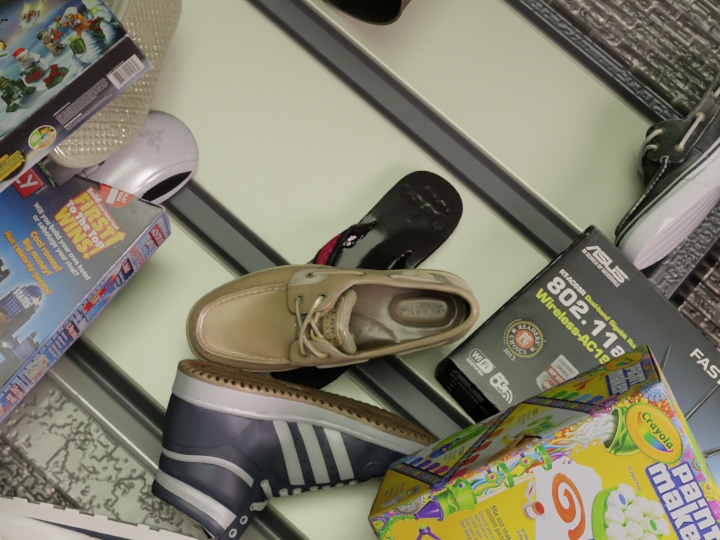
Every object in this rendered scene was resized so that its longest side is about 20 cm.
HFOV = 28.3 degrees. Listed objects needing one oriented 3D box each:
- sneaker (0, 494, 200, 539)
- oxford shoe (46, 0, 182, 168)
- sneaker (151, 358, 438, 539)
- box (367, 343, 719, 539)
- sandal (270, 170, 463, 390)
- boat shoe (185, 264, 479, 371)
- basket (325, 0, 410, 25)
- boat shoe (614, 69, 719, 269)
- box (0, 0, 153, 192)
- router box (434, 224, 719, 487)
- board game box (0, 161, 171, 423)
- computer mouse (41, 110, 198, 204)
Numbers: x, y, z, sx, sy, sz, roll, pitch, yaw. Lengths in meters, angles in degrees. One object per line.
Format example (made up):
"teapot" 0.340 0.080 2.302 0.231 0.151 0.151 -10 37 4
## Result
"sneaker" -0.195 0.194 0.929 0.199 0.076 0.081 14 81 0
"oxford shoe" -0.178 -0.139 0.979 0.058 0.075 0.201 -11 42 27
"sneaker" -0.044 0.136 0.964 0.199 0.070 0.109 17 93 -20
"box" 0.138 0.184 0.881 0.192 0.122 0.201 -26 94 10
"sandal" 0.000 0.000 1.020 0.075 0.045 0.200 39 73 6
"boat shoe" -0.020 0.031 0.957 0.199 0.065 0.073 -3 91 -1
"basket" 0.034 -0.310 1.079 0.180 0.136 0.200 43 70 13
"boat shoe" 0.241 -0.080 1.067 0.071 0.072 0.200 38 62 16
"box" -0.245 -0.115 0.900 0.200 0.040 0.137 -40 58 -2
"router box" 0.174 0.091 1.001 0.150 0.062 0.200 -41 81 -17
"board game box" -0.239 -0.017 0.957 0.200 0.062 0.200 -35 80 -11
"computer mouse" -0.208 -0.058 1.018 0.200 0.044 0.110 -33 78 -14
